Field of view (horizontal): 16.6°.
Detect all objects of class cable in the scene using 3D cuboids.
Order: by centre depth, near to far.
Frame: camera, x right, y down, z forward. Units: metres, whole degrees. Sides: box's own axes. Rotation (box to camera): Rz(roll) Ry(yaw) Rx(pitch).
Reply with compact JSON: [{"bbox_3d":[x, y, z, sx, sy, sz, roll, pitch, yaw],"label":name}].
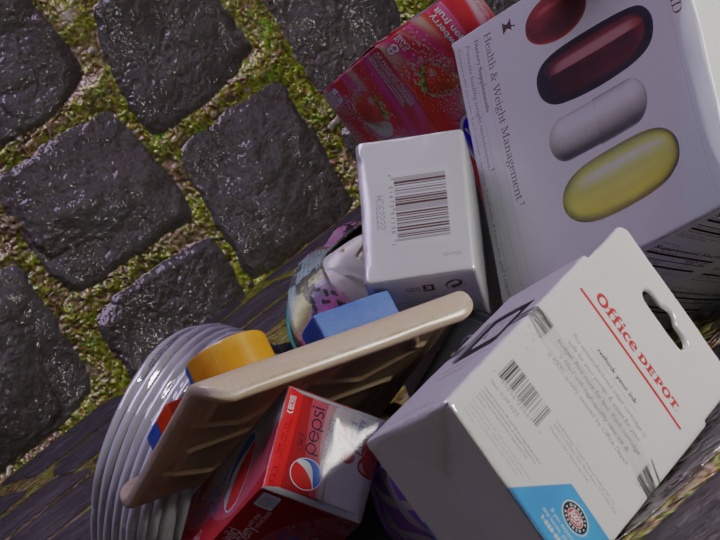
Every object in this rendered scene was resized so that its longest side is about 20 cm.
[{"bbox_3d":[-0.112,0.134,1.663,0.200,0.069,0.201,-20,-51,-67],"label":"cable"}]

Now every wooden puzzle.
[{"bbox_3d":[-0.046,0.069,1.486,0.184,0.047,0.200,-18,-15,-27],"label":"wooden puzzle"}]

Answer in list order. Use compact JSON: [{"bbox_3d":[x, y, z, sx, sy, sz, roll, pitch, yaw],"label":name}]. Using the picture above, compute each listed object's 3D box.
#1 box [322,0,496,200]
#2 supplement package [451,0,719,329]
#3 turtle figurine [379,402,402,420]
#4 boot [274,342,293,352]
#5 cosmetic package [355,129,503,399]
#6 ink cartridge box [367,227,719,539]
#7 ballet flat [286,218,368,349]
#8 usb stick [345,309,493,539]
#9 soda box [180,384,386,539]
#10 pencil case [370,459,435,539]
[{"bbox_3d":[0.081,-0.084,1.716,0.100,0.200,0.095,-37,2,-31],"label":"box"},{"bbox_3d":[0.187,-0.087,1.528,0.146,0.192,0.200,6,-25,-41],"label":"supplement package"},{"bbox_3d":[-0.026,0.145,1.703,0.200,0.064,0.161,-47,-5,20],"label":"turtle figurine"},{"bbox_3d":[-0.007,0.061,1.796,0.200,0.066,0.165,-38,13,30],"label":"boot"},{"bbox_3d":[0.050,0.005,1.582,0.071,0.102,0.200,-8,-29,8],"label":"cosmetic package"},{"bbox_3d":[0.105,0.076,1.303,0.067,0.116,0.200,-31,7,43],"label":"ink cartridge box"},{"bbox_3d":[0.000,0.000,1.700,0.071,0.069,0.200,-43,6,23],"label":"ballet flat"},{"bbox_3d":[0.034,0.113,1.475,0.055,0.033,0.201,15,66,45],"label":"usb stick"},{"bbox_3d":[-0.052,0.140,1.454,0.200,0.063,0.070,131,157,-58],"label":"soda box"},{"bbox_3d":[0.093,0.091,1.428,0.085,0.084,0.200,26,56,38],"label":"pencil case"}]
